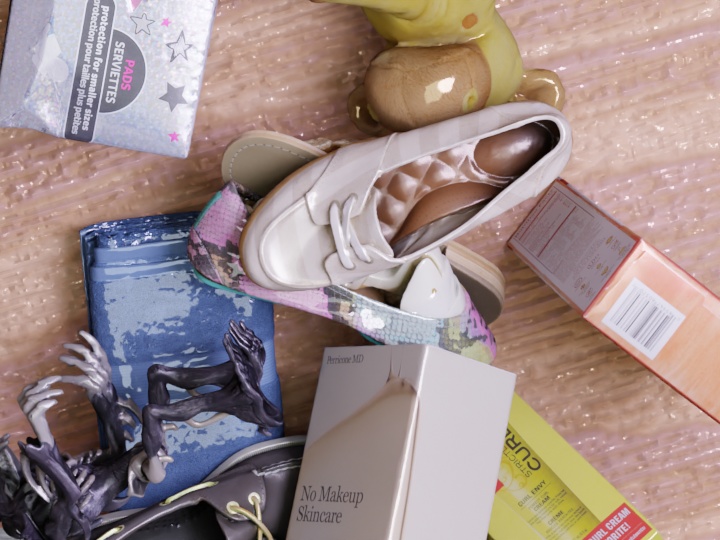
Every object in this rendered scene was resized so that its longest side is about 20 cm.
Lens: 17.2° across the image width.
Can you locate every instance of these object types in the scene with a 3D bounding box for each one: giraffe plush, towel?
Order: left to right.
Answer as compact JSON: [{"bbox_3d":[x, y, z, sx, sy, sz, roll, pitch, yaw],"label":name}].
[{"bbox_3d":[-0.103,0.067,1.414,0.111,0.049,0.202,-6,101,-8],"label":"towel"},{"bbox_3d":[0.035,-0.146,1.358,0.199,0.172,0.164,-26,120,-39],"label":"giraffe plush"}]

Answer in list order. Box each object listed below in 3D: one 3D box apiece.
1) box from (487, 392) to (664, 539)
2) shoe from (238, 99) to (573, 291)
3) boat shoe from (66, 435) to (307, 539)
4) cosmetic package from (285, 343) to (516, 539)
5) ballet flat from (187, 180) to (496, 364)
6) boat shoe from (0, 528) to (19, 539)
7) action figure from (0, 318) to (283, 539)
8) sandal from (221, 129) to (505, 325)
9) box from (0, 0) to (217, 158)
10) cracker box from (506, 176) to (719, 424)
[{"bbox_3d":[0.093,0.126,1.381,0.075,0.200,0.050,-40,140,-5],"label":"box"},{"bbox_3d":[0.025,-0.043,1.302,0.199,0.053,0.070,-24,99,-1],"label":"shoe"},{"bbox_3d":[-0.084,0.155,1.375,0.200,0.061,0.072,-21,104,-11],"label":"boat shoe"},{"bbox_3d":[0.015,0.147,1.332,0.073,0.103,0.202,19,75,-34],"label":"cosmetic package"},{"bbox_3d":[0.000,0.000,1.361,0.199,0.069,0.071,20,120,-15],"label":"ballet flat"},{"bbox_3d":[-0.157,0.212,1.430,0.199,0.076,0.060,27,136,-16],"label":"boat shoe"},{"bbox_3d":[-0.147,0.089,1.332,0.199,0.119,0.103,-27,105,9],"label":"action figure"},{"bbox_3d":[0.003,-0.043,1.408,0.211,0.070,0.077,33,134,-29],"label":"sandal"},{"bbox_3d":[-0.132,-0.175,1.317,0.114,0.132,0.202,9,100,-9],"label":"box"},{"bbox_3d":[0.169,0.022,1.369,0.134,0.200,0.058,37,95,-14],"label":"cracker box"}]
